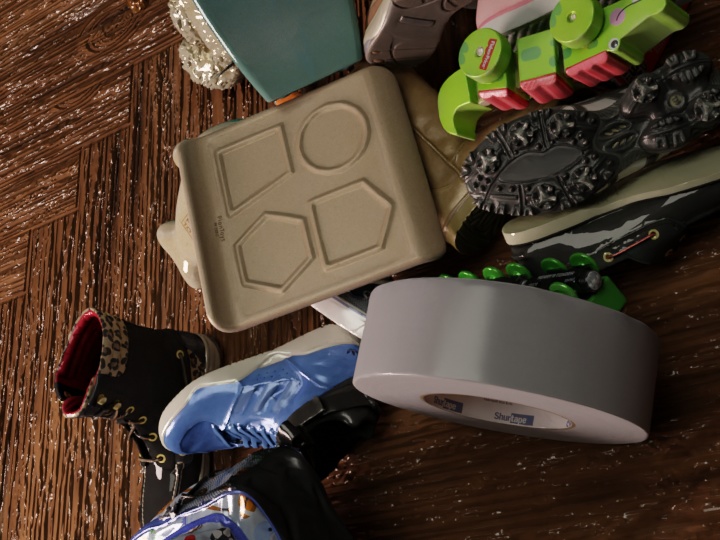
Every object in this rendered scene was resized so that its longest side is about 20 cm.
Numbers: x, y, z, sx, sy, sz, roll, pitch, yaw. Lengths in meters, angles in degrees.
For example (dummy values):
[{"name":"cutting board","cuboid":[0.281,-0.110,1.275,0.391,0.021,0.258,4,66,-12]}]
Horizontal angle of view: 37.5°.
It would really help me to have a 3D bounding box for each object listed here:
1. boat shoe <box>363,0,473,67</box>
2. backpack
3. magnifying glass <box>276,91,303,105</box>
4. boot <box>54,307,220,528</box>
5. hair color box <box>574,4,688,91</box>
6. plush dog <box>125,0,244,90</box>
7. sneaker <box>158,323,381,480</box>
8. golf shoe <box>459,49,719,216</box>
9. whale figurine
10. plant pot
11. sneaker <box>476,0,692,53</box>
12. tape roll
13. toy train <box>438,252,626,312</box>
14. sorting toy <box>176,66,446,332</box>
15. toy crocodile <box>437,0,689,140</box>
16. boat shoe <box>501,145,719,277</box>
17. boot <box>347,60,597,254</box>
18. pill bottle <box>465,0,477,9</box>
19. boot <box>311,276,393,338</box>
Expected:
[{"name":"boat shoe","cuboid":[0.051,-0.237,0.831,0.200,0.076,0.072,140,131,-57]},{"name":"backpack","cuboid":[-0.091,0.245,0.815,0.190,0.154,0.200,-30,87,45]},{"name":"magnifying glass","cuboid":[-0.012,-0.135,1.009,0.200,0.022,0.080,31,91,39]},{"name":"boot","cuboid":[-0.204,0.138,0.959,0.073,0.150,0.201,-2,71,37]},{"name":"hair color box","cuboid":[0.217,-0.247,0.847,0.101,0.061,0.200,30,91,41]},{"name":"plush dog","cuboid":[-0.155,-0.297,1.056,0.172,0.160,0.200,42,103,-1]},{"name":"sneaker","cuboid":[-0.077,0.134,0.895,0.200,0.077,0.111,-25,52,7]},{"name":"golf shoe","cuboid":[0.175,-0.092,0.789,0.200,0.094,0.078,-19,87,15]},{"name":"whale figurine","cuboid":[-0.119,-0.062,1.020,0.159,0.104,0.200,53,134,6]},{"name":"plant pot","cuboid":[-0.080,-0.254,0.912,0.141,0.141,0.200,-24,100,1]},{"name":"sneaker","cuboid":[0.170,-0.235,0.786,0.200,0.075,0.105,-14,70,39]},{"name":"tape roll","cuboid":[0.098,0.065,0.721,0.200,0.200,0.066,-1,72,38]},{"name":"toy train","cuboid":[0.114,0.025,0.785,0.042,0.056,0.200,-51,19,-24]},{"name":"sorting toy","cuboid":[-0.044,-0.059,0.878,0.200,0.036,0.186,-19,66,9]},{"name":"toy crocodile","cuboid":[0.140,-0.151,0.774,0.200,0.067,0.062,-15,70,36]},{"name":"boat shoe","cuboid":[0.207,-0.038,0.773,0.201,0.074,0.063,-22,102,20]},{"name":"boot","cuboid":[0.074,-0.133,0.895,0.175,0.066,0.200,-46,53,5]},{"name":"pill bottle","cuboid":[0.062,-0.308,0.898,0.111,0.200,0.111,-14,64,30]},{"name":"boot","cuboid":[0.000,0.000,0.887,0.200,0.073,0.090,31,93,22]}]
